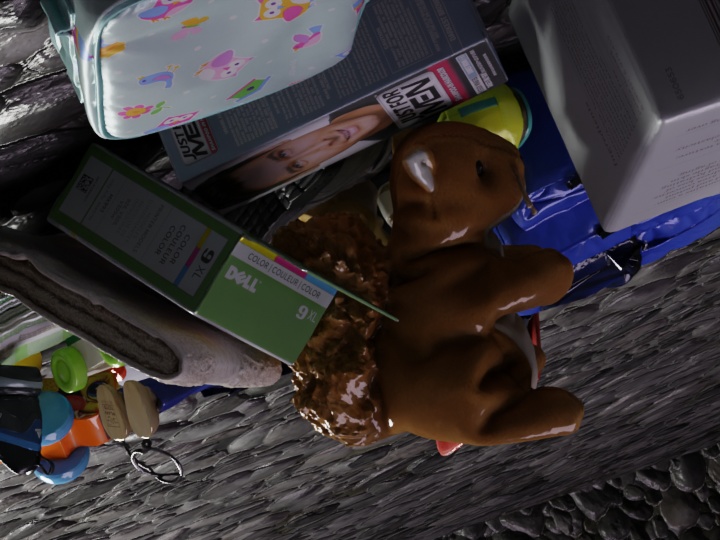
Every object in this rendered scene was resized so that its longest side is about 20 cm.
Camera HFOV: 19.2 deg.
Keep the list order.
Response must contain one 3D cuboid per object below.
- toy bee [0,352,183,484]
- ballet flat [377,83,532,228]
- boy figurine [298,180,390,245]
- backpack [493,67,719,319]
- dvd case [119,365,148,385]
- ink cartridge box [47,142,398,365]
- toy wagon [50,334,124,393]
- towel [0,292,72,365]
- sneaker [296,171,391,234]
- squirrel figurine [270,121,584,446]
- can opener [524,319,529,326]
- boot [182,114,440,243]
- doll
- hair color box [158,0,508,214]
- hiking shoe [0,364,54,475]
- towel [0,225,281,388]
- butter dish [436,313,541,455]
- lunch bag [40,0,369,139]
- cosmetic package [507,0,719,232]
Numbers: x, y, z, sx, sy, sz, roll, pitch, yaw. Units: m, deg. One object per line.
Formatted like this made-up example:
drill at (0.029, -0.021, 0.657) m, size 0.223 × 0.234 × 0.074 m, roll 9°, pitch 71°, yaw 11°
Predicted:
toy bee at (-0.229, 0.115, 1.689) m, size 0.200 × 0.109 × 0.131 m, roll 17°, pitch 139°, yaw -1°
ballet flat at (0.049, -0.059, 1.426) m, size 0.067 × 0.067 × 0.200 m, roll -15°, pitch 156°, yaw -28°
boy figurine at (0.000, 0.000, 1.490) m, size 0.064 × 0.200 × 0.124 m, roll -36°, pitch 135°, yaw 13°
backpack at (0.172, -0.079, 1.488) m, size 0.200 × 0.163 × 0.168 m, roll -20°, pitch 162°, yaw -9°
dvd case at (-0.146, 0.060, 1.795) m, size 0.148 × 0.016 × 0.200 m, roll -27°, pitch 166°, yaw 12°
ink cartridge box at (-0.085, 0.000, 1.274) m, size 0.104 × 0.200 × 0.059 m, roll 32°, pitch 88°, yaw -52°
toy wagon at (-0.125, 0.032, 1.519) m, size 0.155 × 0.040 × 0.200 m, roll -21°, pitch 175°, yaw -40°
towel at (-0.206, 0.031, 1.530) m, size 0.149 × 0.031 × 0.200 m, roll -19°, pitch 171°, yaw -13°
sneaker at (-0.008, -0.005, 1.593) m, size 0.199 × 0.104 × 0.060 m, roll -23°, pitch 166°, yaw -2°
squirrel figurine at (0.031, 0.006, 1.323) m, size 0.199 × 0.187 × 0.142 m, roll -9°, pitch -165°, yaw 3°
can opener at (0.148, -0.038, 1.615) m, size 0.200 × 0.066 × 0.053 m, roll -63°, pitch -166°, yaw -14°
boot at (-0.032, -0.060, 1.446) m, size 0.130 × 0.068 × 0.200 m, roll -17°, pitch 167°, yaw -45°
doll at (-0.093, 0.068, 1.544) m, size 0.200 × 0.049 × 0.136 m, roll -21°, pitch -174°, yaw -34°
hair color box at (-0.018, -0.109, 1.287) m, size 0.200 × 0.061 × 0.099 m, roll -24°, pitch 166°, yaw 7°
hiking shoe at (-0.323, 0.126, 1.573) m, size 0.200 × 0.087 × 0.074 m, roll -14°, pitch 168°, yaw 24°
towel at (-0.154, 0.021, 1.338) m, size 0.132 × 0.200 × 0.035 m, roll 7°, pitch 109°, yaw -63°
butter dish at (0.049, 0.025, 1.709) m, size 0.147 × 0.200 × 0.199 m, roll 9°, pitch 154°, yaw -21°
lunch bag at (-0.079, -0.140, 1.044) m, size 0.160 × 0.077 × 0.200 m, roll -19°, pitch 165°, yaw -11°
cosmetic package at (0.202, -0.149, 1.268) m, size 0.167 × 0.167 × 0.200 m, roll -20°, pitch 165°, yaw -9°
